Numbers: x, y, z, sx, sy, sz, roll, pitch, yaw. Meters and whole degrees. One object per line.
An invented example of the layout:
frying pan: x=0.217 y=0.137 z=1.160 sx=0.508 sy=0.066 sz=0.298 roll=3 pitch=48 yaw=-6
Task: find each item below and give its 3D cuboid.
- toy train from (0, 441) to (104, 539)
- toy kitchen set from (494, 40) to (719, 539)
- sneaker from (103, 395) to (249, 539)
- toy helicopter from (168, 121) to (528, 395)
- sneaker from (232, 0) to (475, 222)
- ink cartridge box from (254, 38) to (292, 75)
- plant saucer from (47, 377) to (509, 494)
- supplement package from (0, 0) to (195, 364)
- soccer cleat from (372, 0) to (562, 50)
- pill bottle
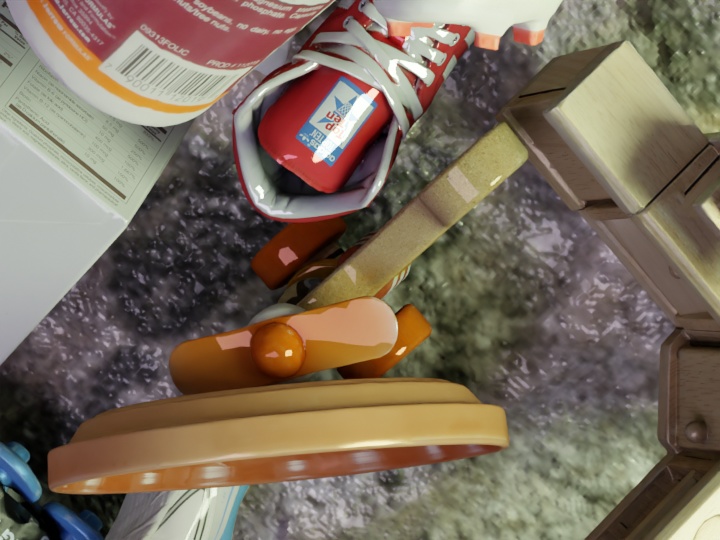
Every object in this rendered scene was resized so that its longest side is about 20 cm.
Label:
toy train: x=-0.176 y=0.153 z=1.237 sx=0.200 sy=0.087 sz=0.114 roll=50 pitch=157 yaw=-21
toy kitchen set: x=0.112 y=0.038 z=0.968 sx=0.200 sy=0.180 sz=0.163 roll=49 pitch=167 yaw=-11
sneaker: x=-0.104 y=0.154 z=1.169 sx=0.072 sy=0.201 sz=0.072 roll=37 pitch=168 yaw=-23
toy helicopter: x=0.000 y=0.000 z=1.034 sx=0.079 sy=0.132 sz=0.200 roll=50 pitch=137 yaw=3
sneaker: x=0.015 y=-0.100 z=1.003 sx=0.071 sy=0.113 sz=0.200 roll=34 pitch=125 yaw=0
ink cartridge box: x=-0.070 y=-0.198 z=1.026 sx=0.159 sy=0.047 sz=0.201 roll=26 pitch=131 yaw=5
plant saucer: x=-0.036 y=0.071 z=1.057 sx=0.199 sy=0.200 sz=0.033 roll=-9 pitch=81 yaw=25
supplement package: x=-0.200 y=-0.040 z=1.120 sx=0.156 sy=0.111 sz=0.200 roll=39 pitch=125 yaw=-10
soccer cleat: x=0.062 y=-0.135 z=0.916 sx=0.069 sy=0.200 sz=0.078 roll=11 pitch=112 yaw=28
pill bottle: x=-0.041 y=-0.152 z=0.941 sx=0.114 sy=0.114 sz=0.200 roll=46 pitch=128 yaw=-9
